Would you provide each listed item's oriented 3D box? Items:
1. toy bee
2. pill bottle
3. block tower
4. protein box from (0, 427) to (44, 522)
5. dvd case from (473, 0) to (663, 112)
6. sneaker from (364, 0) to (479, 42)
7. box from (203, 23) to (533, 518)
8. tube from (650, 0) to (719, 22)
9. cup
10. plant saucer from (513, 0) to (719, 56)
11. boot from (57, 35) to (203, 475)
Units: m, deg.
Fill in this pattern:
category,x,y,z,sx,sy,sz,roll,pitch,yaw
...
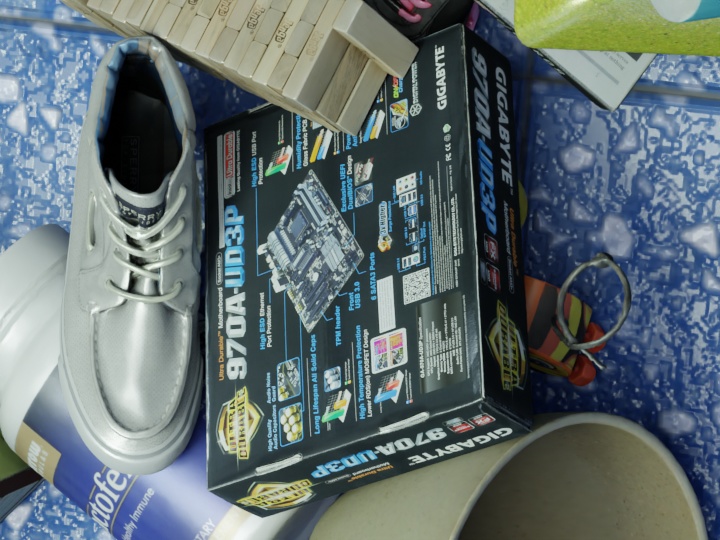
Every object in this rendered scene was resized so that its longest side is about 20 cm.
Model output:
category,x,y,z,sx,sy,sz,roll,pitch,yaw
toy bee,0.064,0.028,1.305,0.131,0.109,0.200,-53,48,4
pill bottle,-0.110,0.072,1.357,0.200,0.116,0.116,38,108,11
block tower,-0.068,-0.124,1.302,0.199,0.054,0.058,24,85,38
protein box,-0.290,0.077,1.374,0.135,0.200,0.199,-43,83,19
dvd case,0.119,-0.197,1.221,0.150,0.025,0.200,38,88,-19
sneaker,0.041,-0.160,1.284,0.079,0.095,0.200,44,109,5
box,0.000,0.000,1.265,0.158,0.046,0.201,-20,58,30
tube,0.214,-0.147,1.147,0.199,0.050,0.078,-12,93,-25
cup,0.052,0.162,1.289,0.143,0.200,0.202,5,100,46
plant saucer,0.176,-0.193,1.201,0.198,0.048,0.201,1,100,-17
boot,-0.110,-0.011,1.276,0.073,0.096,0.201,-3,68,-7
